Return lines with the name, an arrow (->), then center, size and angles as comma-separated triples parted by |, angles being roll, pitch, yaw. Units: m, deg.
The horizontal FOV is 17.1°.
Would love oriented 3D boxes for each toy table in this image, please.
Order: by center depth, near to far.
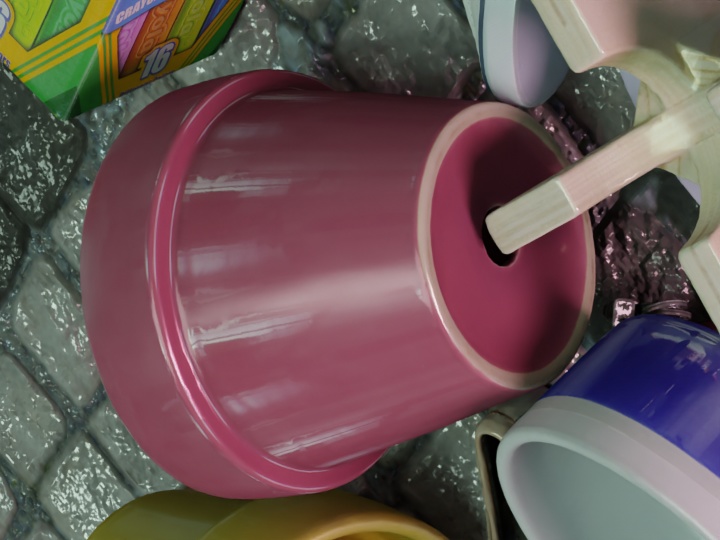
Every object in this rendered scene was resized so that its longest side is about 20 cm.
toy table -> 0.143, -0.069, 1.000 | 0.200, 0.117, 0.184 | 52, 134, 7

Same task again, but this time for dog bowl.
dog bowl -> 0.157, 0.118, 1.046 | 0.200, 0.079, 0.200 | 41, 161, 17

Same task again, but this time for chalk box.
chalk box -> -0.111, -0.196, 1.152 | 0.125, 0.124, 0.201 | 44, 132, 15

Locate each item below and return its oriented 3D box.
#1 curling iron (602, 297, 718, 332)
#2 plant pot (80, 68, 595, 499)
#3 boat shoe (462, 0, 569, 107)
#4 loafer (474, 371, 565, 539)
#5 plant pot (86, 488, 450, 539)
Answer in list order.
curling iron -> 0.187, 0.025, 1.058 | 0.199, 0.049, 0.026 | -3, 82, 42
plant pot -> 0.000, 0.000, 1.100 | 0.178, 0.200, 0.202 | -9, 105, 41
boat shoe -> 0.053, -0.175, 1.056 | 0.086, 0.074, 0.204 | 14, 117, 35
loafer -> 0.088, 0.149, 1.190 | 0.071, 0.063, 0.202 | 7, 115, 39
plant pot -> -0.060, 0.202, 1.266 | 0.188, 0.200, 0.203 | 18, 122, 51
